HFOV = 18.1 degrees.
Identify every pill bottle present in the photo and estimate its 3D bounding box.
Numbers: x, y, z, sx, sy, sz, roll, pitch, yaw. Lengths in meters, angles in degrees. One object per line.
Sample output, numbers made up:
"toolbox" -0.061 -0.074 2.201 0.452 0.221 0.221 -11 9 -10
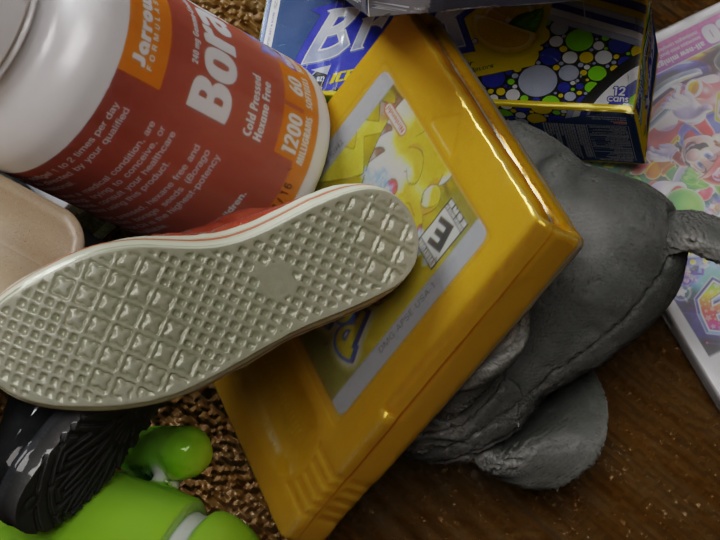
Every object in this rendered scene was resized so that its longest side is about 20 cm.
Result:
"pill bottle" -0.118 -0.084 1.050 0.112 0.200 0.112 -23 55 37

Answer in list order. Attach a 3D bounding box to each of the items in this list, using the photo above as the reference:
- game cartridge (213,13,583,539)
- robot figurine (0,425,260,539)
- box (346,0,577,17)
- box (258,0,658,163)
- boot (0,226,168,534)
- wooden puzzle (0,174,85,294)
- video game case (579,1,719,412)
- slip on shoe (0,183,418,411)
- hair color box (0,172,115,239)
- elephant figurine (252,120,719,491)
"game cartridge" 0.000 0.000 1.060 0.200 0.032 0.176 -50 42 20
"robot figurine" -0.127 0.150 1.051 0.200 0.116 0.176 18 75 11
"box" 0.061 -0.164 1.121 0.161 0.200 0.049 -7 105 -9
"box" 0.049 -0.102 1.160 0.200 0.064 0.070 4 67 14
"boot" -0.188 0.023 1.040 0.200 0.066 0.165 26 43 16
"wooden puzzle" -0.250 0.011 0.991 0.185 0.037 0.200 27 52 26
"video game case" 0.199 -0.041 1.161 0.143 0.018 0.200 -26 68 -7
"slip on shoe" -0.072 0.011 0.990 0.200 0.061 0.074 -20 97 -20
"hair color box" -0.181 -0.112 1.196 0.099 0.061 0.200 -42 71 -13
"elephant figurine" 0.062 0.041 1.084 0.141 0.155 0.200 32 76 -8
